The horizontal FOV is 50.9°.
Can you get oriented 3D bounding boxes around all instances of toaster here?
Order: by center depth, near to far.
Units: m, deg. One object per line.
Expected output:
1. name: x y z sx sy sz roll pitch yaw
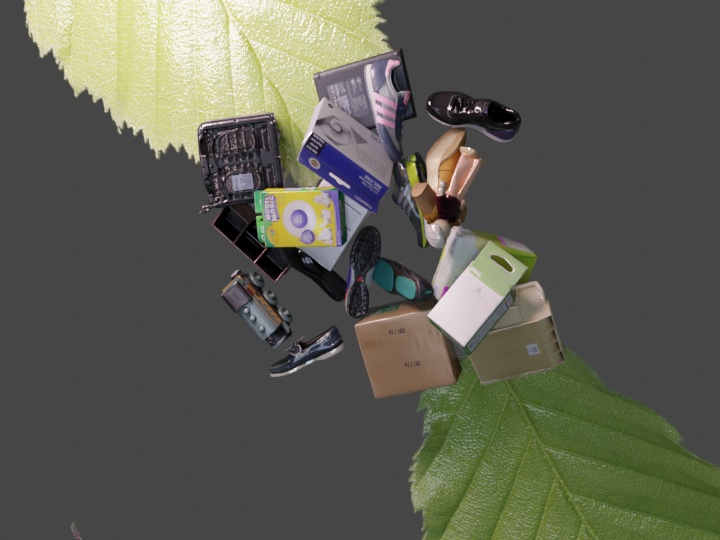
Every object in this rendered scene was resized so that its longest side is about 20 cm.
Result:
1. toaster: -0.260 -0.236 1.624 0.194 0.119 0.186 -9 105 -5

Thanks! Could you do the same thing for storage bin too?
1. storage bin: 0.314 0.134 1.586 0.193 0.096 0.201 -15 140 15

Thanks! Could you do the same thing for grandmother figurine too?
1. grandmother figurine: 0.184 -0.142 1.507 0.060 0.120 0.205 19 83 44

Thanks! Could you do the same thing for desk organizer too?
1. desk organizer: -0.234 -0.071 1.707 0.199 0.077 0.072 42 110 -2

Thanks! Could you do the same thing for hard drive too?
1. hard drive: 0.010 -0.368 1.588 0.194 0.033 0.143 -11 104 16

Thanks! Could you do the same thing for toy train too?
1. toy train: -0.235 0.090 1.735 0.085 0.114 0.201 -37 96 20

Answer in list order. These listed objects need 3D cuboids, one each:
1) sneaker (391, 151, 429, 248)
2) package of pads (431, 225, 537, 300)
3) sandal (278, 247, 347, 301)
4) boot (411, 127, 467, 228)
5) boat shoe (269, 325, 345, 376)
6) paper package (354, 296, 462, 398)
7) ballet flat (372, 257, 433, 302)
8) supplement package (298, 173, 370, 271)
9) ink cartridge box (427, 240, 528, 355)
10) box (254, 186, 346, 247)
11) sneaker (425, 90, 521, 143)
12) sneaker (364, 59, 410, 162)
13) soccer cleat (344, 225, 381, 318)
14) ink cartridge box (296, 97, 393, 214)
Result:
1. sneaker: 0.112 -0.147 1.621 0.079 0.074 0.206 -6 102 28
2. package of pads: 0.260 0.001 1.591 0.195 0.069 0.158 11 111 -17
3. sandal: -0.097 -0.015 1.695 0.199 0.076 0.048 39 133 -10
4. boot: 0.189 -0.181 1.585 0.070 0.204 0.144 13 155 47
5. boat shoe: -0.132 0.189 1.764 0.196 0.075 0.063 -24 102 16
6. paper package: 0.107 0.168 1.690 0.195 0.104 0.196 -13 102 16
7. ballet flat: 0.091 0.021 1.639 0.071 0.199 0.075 -10 112 -28
8. supplement package: -0.046 -0.126 1.626 0.118 0.121 0.202 34 111 1
9. ink cartridge box: 0.236 0.054 1.498 0.103 0.059 0.201 38 85 31
10. box: -0.129 -0.110 1.562 0.194 0.048 0.121 0 104 16
11. sneaker: 0.229 -0.325 1.515 0.195 0.088 0.078 17 81 3
12. sneaker: 0.068 -0.324 1.534 0.080 0.070 0.205 -12 105 18
13. soccer cleat: 0.000 0.000 1.672 0.066 0.073 0.206 8 98 -11
14. ink cartridge box: -0.022 -0.234 1.518 0.197 0.203 0.041 33 129 -18
